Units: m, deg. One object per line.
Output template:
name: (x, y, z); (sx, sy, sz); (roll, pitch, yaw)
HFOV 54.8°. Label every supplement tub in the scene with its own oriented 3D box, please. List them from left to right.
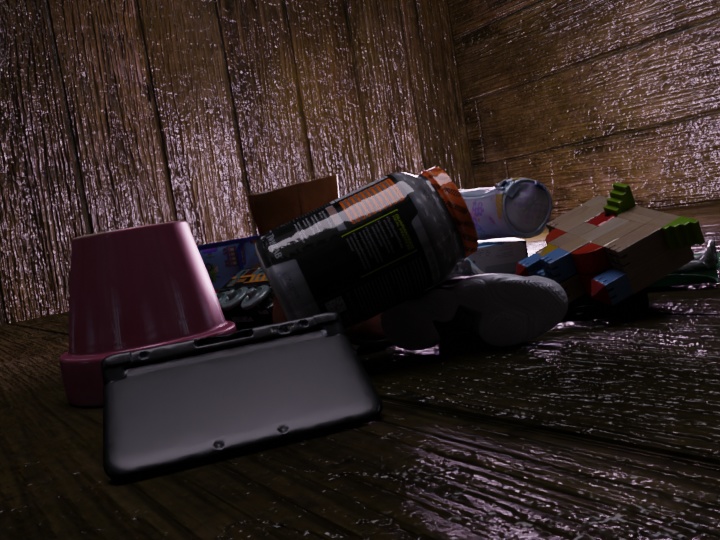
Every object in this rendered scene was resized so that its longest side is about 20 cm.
supplement tub: (0.007, -0.018, 0.690); (0.200, 0.123, 0.123); (-25, 5, -5)

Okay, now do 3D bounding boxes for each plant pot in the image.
plant pot: (-0.248, 0.041, 0.796); (0.199, 0.180, 0.200); (-9, 5, 1)

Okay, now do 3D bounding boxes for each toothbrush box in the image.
toothbrush box: (0.172, 0.000, 1.065); (0.146, 0.086, 0.200); (-9, 5, 4)

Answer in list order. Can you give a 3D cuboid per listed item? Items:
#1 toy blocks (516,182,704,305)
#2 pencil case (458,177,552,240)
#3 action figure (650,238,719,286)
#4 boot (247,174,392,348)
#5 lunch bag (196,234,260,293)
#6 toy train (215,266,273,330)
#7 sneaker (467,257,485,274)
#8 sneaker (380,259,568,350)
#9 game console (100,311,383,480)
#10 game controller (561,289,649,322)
toy blocks: (0.253, -0.018, 0.761); (0.136, 0.100, 0.200); (-29, 19, -6)
pencil case: (0.194, -0.087, 1.028); (0.091, 0.083, 0.200); (27, -8, -17)
action figure: (0.357, -0.001, 0.910); (0.200, 0.055, 0.118); (-12, 5, 32)
boot: (-0.022, -0.008, 0.794); (0.188, 0.201, 0.068); (-10, 2, -17)
lunch bag: (-0.172, 0.015, 1.190); (0.199, 0.151, 0.094); (-8, 5, 25)
toy train: (-0.140, 0.041, 0.992); (0.200, 0.085, 0.114); (-8, 33, 50)
sneaker: (0.109, -0.014, 0.869); (0.074, 0.082, 0.200); (-20, -36, 27)
sneaker: (0.125, 0.025, 0.730); (0.200, 0.076, 0.114); (-11, 18, 32)
game console: (-0.102, 0.114, 0.576); (0.199, 0.117, 0.176); (-10, -26, -15)
game controller: (0.224, 0.039, 0.799); (0.199, 0.042, 0.104); (-8, 18, 21)
